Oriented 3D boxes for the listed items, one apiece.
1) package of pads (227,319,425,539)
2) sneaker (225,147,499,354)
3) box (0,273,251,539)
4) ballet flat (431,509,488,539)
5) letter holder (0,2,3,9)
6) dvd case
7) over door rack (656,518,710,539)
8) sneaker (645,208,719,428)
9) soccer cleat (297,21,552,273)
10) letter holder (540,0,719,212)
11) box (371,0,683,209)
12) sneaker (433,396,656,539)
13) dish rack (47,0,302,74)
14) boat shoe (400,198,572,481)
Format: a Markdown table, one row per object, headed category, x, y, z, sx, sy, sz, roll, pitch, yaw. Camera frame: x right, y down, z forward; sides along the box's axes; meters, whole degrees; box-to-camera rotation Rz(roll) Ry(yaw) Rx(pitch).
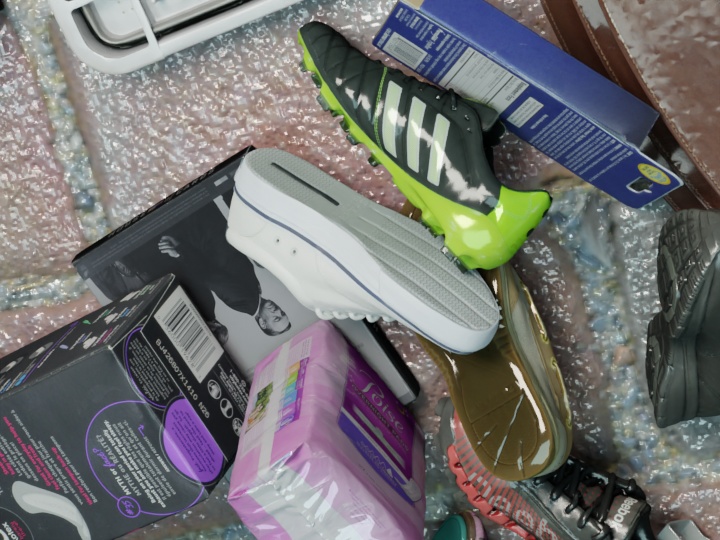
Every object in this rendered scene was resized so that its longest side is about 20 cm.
| category | x | y | z | sx | sy | sz | roll | pitch | yaw |
| --- | --- | --- | --- | --- | --- | --- | --- | --- | --- |
| package of pads | -0.016 | 0.125 | 1.535 | 0.075 | 0.200 | 0.121 | -35 | 106 | 15 |
| sneaker | 0.000 | 0.000 | 1.541 | 0.200 | 0.073 | 0.071 | 36 | 127 | 23 |
| box | -0.182 | 0.107 | 1.616 | 0.199 | 0.106 | 0.123 | -25 | 105 | 30 |
| ballet flat | 0.055 | 0.245 | 1.673 | 0.071 | 0.069 | 0.201 | 19 | 119 | -17 |
| letter holder | -0.336 | -0.220 | 1.529 | 0.141 | 0.101 | 0.201 | -16 | 108 | 18 |
| dvd case | -0.076 | 0.037 | 1.631 | 0.150 | 0.025 | 0.201 | -30 | 104 | 19 |
| over door rack | 0.318 | 0.181 | 1.600 | 0.200 | 0.067 | 0.148 | 41 | 114 | 8 |
| sneaker | 0.226 | 0.025 | 1.522 | 0.090 | 0.076 | 0.200 | -3 | 149 | 0 |
| soccer cleat | 0.039 | -0.088 | 1.521 | 0.081 | 0.068 | 0.200 | -41 | 73 | 3 |
| letter holder | 0.202 | -0.111 | 1.482 | 0.142 | 0.101 | 0.201 | -31 | 103 | 22 |
| box | 0.105 | -0.108 | 1.492 | 0.199 | 0.121 | 0.033 | 33 | 80 | -3 |
| sneaker | 0.132 | 0.148 | 1.599 | 0.201 | 0.071 | 0.098 | 50 | 139 | -12 |
| dish rack | -0.113 | -0.229 | 1.522 | 0.199 | 0.044 | 0.173 | -20 | 106 | 17 |
| boat shoe | 0.080 | 0.039 | 1.563 | 0.074 | 0.066 | 0.201 | -23 | 75 | 23 |
